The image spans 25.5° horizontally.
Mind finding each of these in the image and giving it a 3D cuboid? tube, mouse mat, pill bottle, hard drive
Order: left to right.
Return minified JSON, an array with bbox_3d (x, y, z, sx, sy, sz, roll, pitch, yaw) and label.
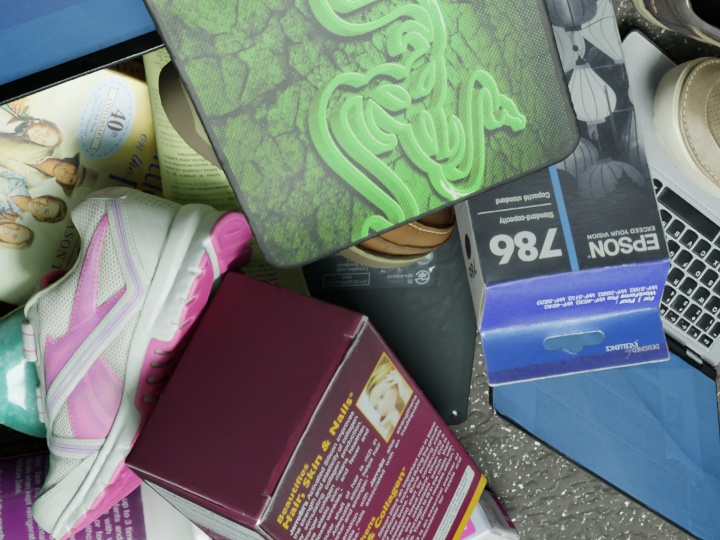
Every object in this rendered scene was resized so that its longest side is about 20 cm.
[{"bbox_3d":[-0.153,0.154,0.896,0.198,0.113,0.113,-9,120,-6],"label":"pill bottle"},{"bbox_3d":[-0.074,-0.059,0.799,0.052,0.058,0.202,-29,123,-35],"label":"tube"},{"bbox_3d":[0.000,0.000,0.888,0.138,0.033,0.202,-2,119,-11],"label":"hard drive"},{"bbox_3d":[0.004,-0.094,0.683,0.160,0.008,0.201,-22,133,2],"label":"mouse mat"}]

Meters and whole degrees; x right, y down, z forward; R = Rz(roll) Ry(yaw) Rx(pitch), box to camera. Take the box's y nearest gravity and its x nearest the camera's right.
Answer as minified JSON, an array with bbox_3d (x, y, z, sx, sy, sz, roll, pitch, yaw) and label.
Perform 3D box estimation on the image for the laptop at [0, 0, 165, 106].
[{"bbox_3d":[-0.158,-0.194,0.707,0.176,0.104,0.201,-19,121,-1],"label":"laptop"}]

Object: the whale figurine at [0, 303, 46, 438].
[{"bbox_3d":[-0.242,0.062,0.801,0.198,0.104,0.161,-1,107,-17],"label":"whale figurine"}]

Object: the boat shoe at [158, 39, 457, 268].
[{"bbox_3d":[-0.004,-0.058,0.761,0.068,0.073,0.199,-30,148,27],"label":"boat shoe"}]

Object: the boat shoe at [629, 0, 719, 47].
[{"bbox_3d":[0.239,-0.132,0.841,0.198,0.073,0.075,5,118,-14],"label":"boat shoe"}]

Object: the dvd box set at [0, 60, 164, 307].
[{"bbox_3d":[-0.179,-0.054,0.823,0.198,0.029,0.147,19,113,-20],"label":"dvd box set"}]

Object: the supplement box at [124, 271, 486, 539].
[{"bbox_3d":[-0.020,0.102,0.810,0.111,0.085,0.200,-61,148,-18],"label":"supplement box"}]

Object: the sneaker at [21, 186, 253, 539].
[{"bbox_3d":[-0.128,0.042,0.805,0.088,0.081,0.201,28,107,13],"label":"sneaker"}]

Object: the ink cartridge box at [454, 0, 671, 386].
[{"bbox_3d":[0.095,-0.048,0.804,0.098,0.202,0.039,-9,165,-8],"label":"ink cartridge box"}]

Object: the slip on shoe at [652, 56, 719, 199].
[{"bbox_3d":[0.245,-0.056,0.875,0.199,0.060,0.077,33,70,-27],"label":"slip on shoe"}]

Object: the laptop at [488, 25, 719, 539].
[{"bbox_3d":[0.173,0.012,0.865,0.187,0.116,0.201,32,99,-28],"label":"laptop"}]

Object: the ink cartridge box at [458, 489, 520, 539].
[{"bbox_3d":[-0.005,0.191,0.952,0.199,0.042,0.119,-32,163,5],"label":"ink cartridge box"}]
